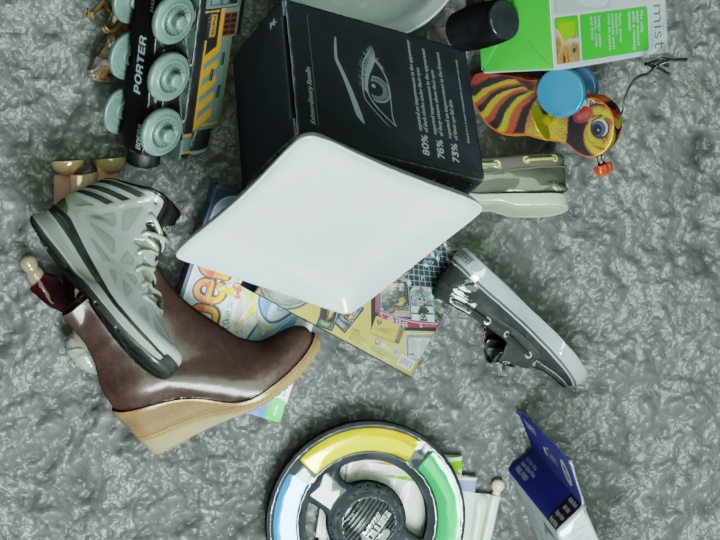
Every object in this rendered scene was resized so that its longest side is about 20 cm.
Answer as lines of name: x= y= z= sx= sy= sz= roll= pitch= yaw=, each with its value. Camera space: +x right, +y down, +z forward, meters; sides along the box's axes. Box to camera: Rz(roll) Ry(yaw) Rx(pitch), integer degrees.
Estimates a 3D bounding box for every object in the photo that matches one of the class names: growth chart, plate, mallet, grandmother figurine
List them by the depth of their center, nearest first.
plate: x=-0.028 y=-0.044 z=1.501 sx=0.199 sy=0.200 sz=0.032 roll=20 pitch=48 yaw=-34
mallet: x=0.096 y=-0.296 z=1.536 sx=0.041 sy=0.066 sz=0.201 roll=-22 pitch=107 yaw=-38
grandmother figurine: x=-0.254 y=-0.003 z=1.589 sx=0.121 sy=0.061 sz=0.201 roll=-4 pitch=95 yaw=-5
growth chart: x=0.050 y=0.238 z=1.714 sx=0.199 sy=0.018 sz=0.145 roll=17 pitch=92 yaw=-15

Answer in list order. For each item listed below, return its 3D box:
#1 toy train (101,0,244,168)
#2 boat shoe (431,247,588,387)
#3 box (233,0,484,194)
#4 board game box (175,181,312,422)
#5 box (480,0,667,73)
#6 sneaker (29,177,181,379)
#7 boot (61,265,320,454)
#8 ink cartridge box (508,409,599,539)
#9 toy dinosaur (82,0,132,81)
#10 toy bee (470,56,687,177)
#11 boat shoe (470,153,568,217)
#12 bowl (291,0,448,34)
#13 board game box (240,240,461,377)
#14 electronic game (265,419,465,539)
toy train: x=-0.165 y=-0.189 z=1.552 sx=0.114 sy=0.085 sz=0.201 roll=-15 pitch=123 yaw=-43
boat shoe: x=0.143 y=0.062 z=1.676 sx=0.066 sy=0.070 sz=0.200 roll=-47 pitch=122 yaw=-1
box: x=-0.003 y=-0.136 z=1.540 sx=0.199 sy=0.104 sz=0.148 roll=12 pitch=57 yaw=-28
board game box: x=-0.110 y=0.031 z=1.639 sx=0.135 sy=0.034 sz=0.201 roll=17 pitch=93 yaw=-16
box: x=0.195 y=-0.293 z=1.605 sx=0.176 sy=0.097 sz=0.201 roll=-13 pitch=103 yaw=-41
sneaker: x=-0.192 y=-0.007 z=1.503 sx=0.115 sy=0.076 sz=0.201 roll=-36 pitch=68 yaw=-11
boot: x=-0.152 y=0.058 z=1.571 sx=0.200 sy=0.072 sz=0.167 roll=-30 pitch=107 yaw=-8
ink cartridge box: x=0.196 y=0.251 z=1.658 sx=0.040 sy=0.200 sz=0.201 roll=-24 pitch=102 yaw=-4
toy dinosaur: x=-0.195 y=-0.262 z=1.580 sx=0.200 sy=0.060 sz=0.106 roll=-45 pitch=133 yaw=-6
toy bee: x=0.202 y=-0.142 z=1.633 sx=0.131 sy=0.200 sz=0.109 roll=-13 pitch=102 yaw=-46
boat shoe: x=0.103 y=-0.089 z=1.661 sx=0.201 sy=0.072 sz=0.061 roll=3 pitch=79 yaw=-9
bowl: x=-0.004 y=-0.313 z=1.593 sx=0.200 sy=0.090 sz=0.202 roll=-2 pitch=97 yaw=-13
board game box: x=0.000 y=0.000 z=1.632 sx=0.200 sy=0.035 sz=0.136 roll=30 pitch=87 yaw=-32
electronic game: x=0.006 y=0.244 z=1.676 sx=0.199 sy=0.042 sz=0.201 roll=-1 pitch=97 yaw=-12
